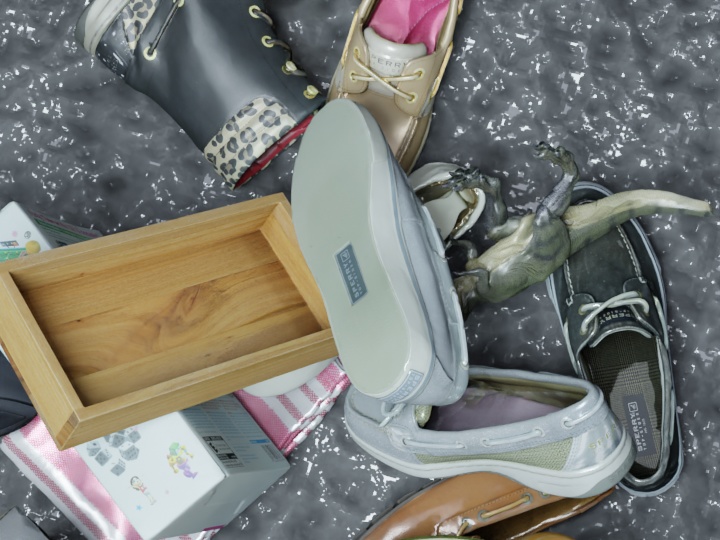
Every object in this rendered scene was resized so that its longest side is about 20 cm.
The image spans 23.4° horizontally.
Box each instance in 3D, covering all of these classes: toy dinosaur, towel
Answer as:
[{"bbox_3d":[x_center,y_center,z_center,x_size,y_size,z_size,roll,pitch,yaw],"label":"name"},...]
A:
[{"bbox_3d":[0.103,-0.029,1.038,0.199,0.047,0.088,-26,112,3],"label":"toy dinosaur"},{"bbox_3d":[-0.118,0.088,1.108,0.146,0.030,0.200,42,89,9],"label":"towel"}]

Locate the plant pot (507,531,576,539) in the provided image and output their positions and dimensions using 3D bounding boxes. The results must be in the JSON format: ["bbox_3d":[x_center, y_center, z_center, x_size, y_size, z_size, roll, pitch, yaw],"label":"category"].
[{"bbox_3d":[0.044,0.257,0.929,0.183,0.200,0.201,-20,81,31],"label":"plant pot"}]

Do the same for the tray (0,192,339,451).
[{"bbox_3d":[-0.101,0.024,0.962,0.099,0.200,0.037,57,136,18],"label":"tray"}]

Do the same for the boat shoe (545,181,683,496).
[{"bbox_3d":[0.161,0.038,1.065,0.072,0.071,0.201,-17,81,4],"label":"boat shoe"}]

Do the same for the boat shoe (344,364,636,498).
[{"bbox_3d":[0.068,0.083,1.030,0.201,0.065,0.074,9,46,44],"label":"boat shoe"}]

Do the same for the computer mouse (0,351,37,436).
[{"bbox_3d":[-0.295,0.102,1.082,0.199,0.046,0.141,-9,47,5],"label":"computer mouse"}]

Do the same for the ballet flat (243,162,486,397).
[{"bbox_3d":[0.000,0.000,1.066,0.200,0.069,0.069,-40,81,-14],"label":"ballet flat"}]

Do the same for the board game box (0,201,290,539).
[{"bbox_3d":[-0.141,0.061,1.029,0.064,0.148,0.200,-40,78,5],"label":"board game box"}]

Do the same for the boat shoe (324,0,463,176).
[{"bbox_3d":[0.019,-0.137,1.100,0.073,0.069,0.201,16,87,6],"label":"boat shoe"}]

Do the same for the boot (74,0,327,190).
[{"bbox_3d":[-0.064,-0.167,1.114,0.203,0.073,0.154,-43,84,4],"label":"boot"}]

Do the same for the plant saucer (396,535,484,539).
[{"bbox_3d":[0.046,0.230,1.032,0.199,0.031,0.201,0,120,0],"label":"plant saucer"}]

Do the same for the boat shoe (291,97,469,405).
[{"bbox_3d":[0.014,-0.008,0.999,0.070,0.071,0.201,-36,52,30],"label":"boat shoe"}]

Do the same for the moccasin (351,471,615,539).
[{"bbox_3d":[0.063,0.168,1.061,0.201,0.074,0.078,-30,64,-7],"label":"moccasin"}]

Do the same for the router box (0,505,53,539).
[{"bbox_3d":[-0.146,0.236,1.026,0.052,0.157,0.200,-43,80,-13],"label":"router box"}]
